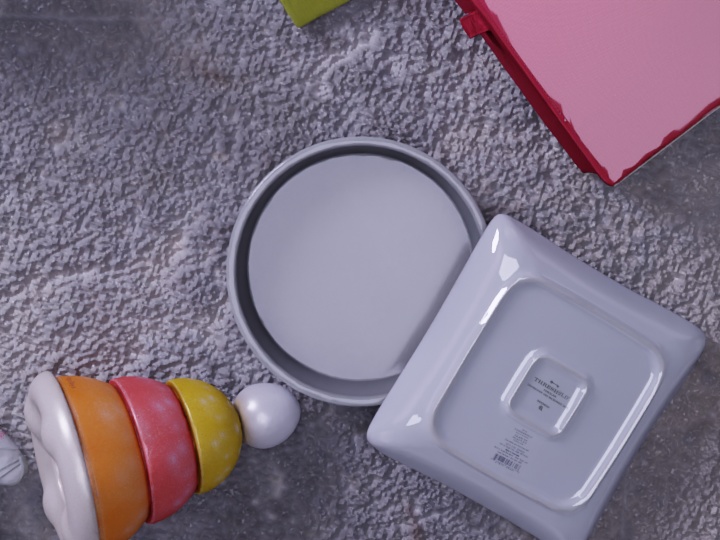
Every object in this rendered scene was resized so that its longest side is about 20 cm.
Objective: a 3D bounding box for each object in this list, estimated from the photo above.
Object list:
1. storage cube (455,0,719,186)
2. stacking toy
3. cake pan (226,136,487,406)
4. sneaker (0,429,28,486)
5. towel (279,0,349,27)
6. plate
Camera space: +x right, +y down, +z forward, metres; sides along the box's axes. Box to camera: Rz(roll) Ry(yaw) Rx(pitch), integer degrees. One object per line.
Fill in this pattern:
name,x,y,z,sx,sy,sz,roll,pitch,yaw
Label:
storage cube,0.186,-0.186,1.704,0.200,0.171,0.180,-36,95,2
stacking toy,-0.137,0.126,1.762,0.199,0.146,0.147,-13,95,-15
cake pan,0.000,0.000,1.784,0.199,0.037,0.201,0,95,-1
sneaker,-0.326,0.193,1.778,0.099,0.078,0.200,43,94,-8
towel,0.021,-0.258,1.750,0.200,0.018,0.086,-30,132,2
plate,0.135,0.090,1.775,0.199,0.032,0.200,30,95,-18
